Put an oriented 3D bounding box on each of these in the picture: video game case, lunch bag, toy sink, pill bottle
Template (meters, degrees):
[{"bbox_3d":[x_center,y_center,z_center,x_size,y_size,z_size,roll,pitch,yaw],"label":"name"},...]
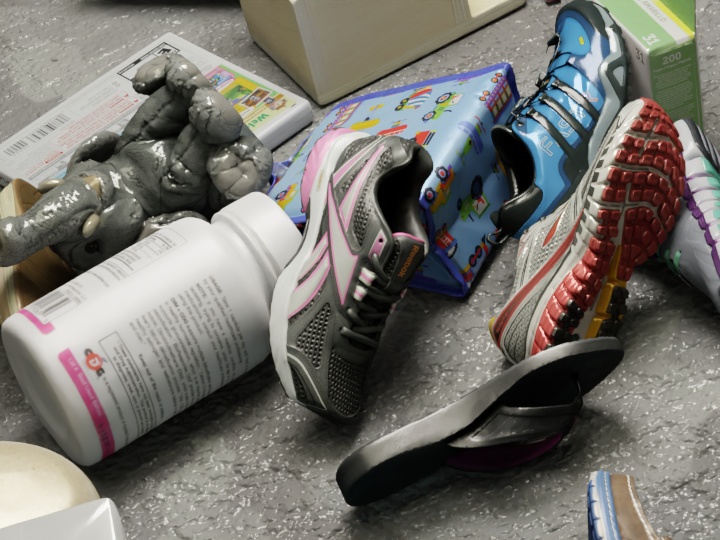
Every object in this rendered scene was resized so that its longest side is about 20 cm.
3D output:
[{"bbox_3d":[-0.167,-0.102,1.867,0.200,0.022,0.182,-37,43,-25],"label":"video game case"},{"bbox_3d":[0.009,-0.068,1.726,0.199,0.094,0.151,3,44,35],"label":"lunch bag"},{"bbox_3d":[0.013,-0.243,1.904,0.199,0.112,0.130,-27,40,-14],"label":"toy sink"},{"bbox_3d":[-0.130,0.035,1.616,0.199,0.114,0.113,-31,41,-18],"label":"pill bottle"}]

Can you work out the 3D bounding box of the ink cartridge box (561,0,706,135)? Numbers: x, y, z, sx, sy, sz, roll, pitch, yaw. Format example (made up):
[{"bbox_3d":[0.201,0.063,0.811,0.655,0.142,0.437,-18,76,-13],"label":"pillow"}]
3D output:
[{"bbox_3d":[0.191,-0.194,1.716,0.048,0.201,0.146,-21,39,-13],"label":"ink cartridge box"}]

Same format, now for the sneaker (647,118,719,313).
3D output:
[{"bbox_3d":[0.218,-0.015,1.616,0.087,0.074,0.200,-31,33,17],"label":"sneaker"}]

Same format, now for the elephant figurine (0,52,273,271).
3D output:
[{"bbox_3d":[-0.167,-0.051,1.709,0.200,0.155,0.142,-43,27,-1],"label":"elephant figurine"}]

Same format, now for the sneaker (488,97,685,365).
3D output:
[{"bbox_3d":[0.144,-0.025,1.578,0.082,0.078,0.201,22,82,47],"label":"sneaker"}]

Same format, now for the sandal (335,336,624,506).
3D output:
[{"bbox_3d":[0.082,0.105,1.509,0.200,0.075,0.048,-28,65,-3],"label":"sandal"}]

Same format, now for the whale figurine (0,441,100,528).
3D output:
[{"bbox_3d":[-0.218,0.200,1.461,0.158,0.104,0.201,0,44,-17],"label":"whale figurine"}]

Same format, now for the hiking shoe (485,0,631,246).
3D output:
[{"bbox_3d":[0.136,-0.106,1.664,0.086,0.074,0.201,12,62,-14],"label":"hiking shoe"}]

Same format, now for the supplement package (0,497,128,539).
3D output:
[{"bbox_3d":[-0.164,0.271,1.275,0.146,0.201,0.192,-15,39,-1],"label":"supplement package"}]

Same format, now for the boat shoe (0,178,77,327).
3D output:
[{"bbox_3d":[-0.247,0.009,1.726,0.065,0.072,0.200,-41,32,14],"label":"boat shoe"}]

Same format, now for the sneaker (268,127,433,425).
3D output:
[{"bbox_3d":[0.000,0.000,1.571,0.086,0.080,0.201,-3,78,41],"label":"sneaker"}]

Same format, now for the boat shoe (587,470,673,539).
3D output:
[{"bbox_3d":[0.177,0.195,1.365,0.072,0.072,0.201,-10,49,-2],"label":"boat shoe"}]

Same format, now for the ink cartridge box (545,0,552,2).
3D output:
[{"bbox_3d":[0.227,-0.308,1.934,0.199,0.083,0.147,-13,39,3],"label":"ink cartridge box"}]
